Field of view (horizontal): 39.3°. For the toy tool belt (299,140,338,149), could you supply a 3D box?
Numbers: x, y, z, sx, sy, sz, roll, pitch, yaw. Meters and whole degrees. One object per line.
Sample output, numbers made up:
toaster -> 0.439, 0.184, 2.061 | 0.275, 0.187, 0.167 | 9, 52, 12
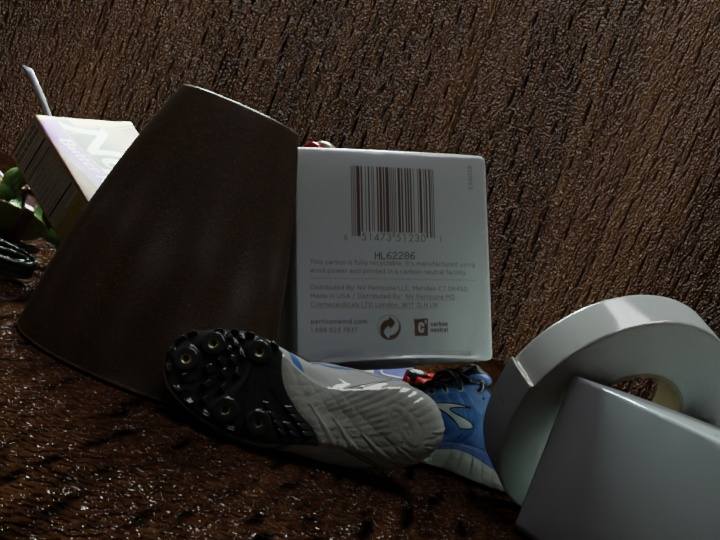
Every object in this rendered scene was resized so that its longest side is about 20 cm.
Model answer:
toy tool belt -> -0.087, -0.057, 0.996 | 0.124, 0.203, 0.123 | 8, -18, 40

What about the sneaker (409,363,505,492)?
sneaker -> 0.058, 0.111, 0.825 | 0.198, 0.090, 0.078 | 22, 0, -28

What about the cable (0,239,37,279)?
cable -> -0.376, -0.050, 0.871 | 0.197, 0.051, 0.097 | 21, 2, 6

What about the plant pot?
plant pot -> -0.125, -0.024, 0.733 | 0.185, 0.203, 0.187 | 21, 1, -1

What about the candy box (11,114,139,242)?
candy box -> -0.214, -0.048, 0.906 | 0.116, 0.056, 0.201 | -5, 56, -54

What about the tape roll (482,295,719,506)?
tape roll -> 0.191, 0.110, 0.775 | 0.201, 0.204, 0.037 | 21, 25, -31

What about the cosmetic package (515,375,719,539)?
cosmetic package -> 0.250, 0.177, 0.676 | 0.198, 0.125, 0.199 | 20, 2, -31

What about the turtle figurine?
turtle figurine -> -0.311, -0.087, 1.026 | 0.193, 0.144, 0.201 | 35, 23, -25

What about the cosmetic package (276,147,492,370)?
cosmetic package -> 0.000, 0.000, 0.866 | 0.165, 0.169, 0.200 | 0, -7, -16

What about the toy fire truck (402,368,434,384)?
toy fire truck -> 0.125, 0.147, 0.953 | 0.139, 0.050, 0.200 | 13, 5, -16

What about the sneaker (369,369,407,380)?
sneaker -> -0.033, 0.055, 1.055 | 0.197, 0.117, 0.081 | 22, 2, 6

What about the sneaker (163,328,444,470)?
sneaker -> -0.040, 0.092, 0.673 | 0.198, 0.073, 0.072 | 19, -23, -20
